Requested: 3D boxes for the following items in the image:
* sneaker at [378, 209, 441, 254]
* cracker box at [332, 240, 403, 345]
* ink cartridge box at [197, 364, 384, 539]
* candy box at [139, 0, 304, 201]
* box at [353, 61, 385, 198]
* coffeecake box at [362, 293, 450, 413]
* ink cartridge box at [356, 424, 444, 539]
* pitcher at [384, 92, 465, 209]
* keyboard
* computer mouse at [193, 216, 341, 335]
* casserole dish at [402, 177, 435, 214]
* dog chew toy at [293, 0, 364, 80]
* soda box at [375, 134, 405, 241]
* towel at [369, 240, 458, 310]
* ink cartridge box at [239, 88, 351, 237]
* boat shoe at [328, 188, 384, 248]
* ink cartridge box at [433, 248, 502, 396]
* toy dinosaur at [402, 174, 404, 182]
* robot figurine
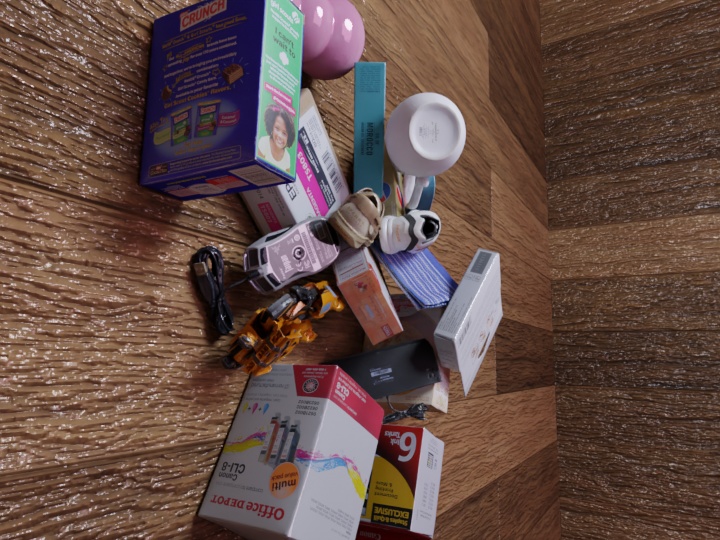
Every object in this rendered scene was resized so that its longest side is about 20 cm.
[{"bbox_3d":[0.102,-0.063,0.867,0.199,0.079,0.075,-23,105,-61],"label":"sneaker"},{"bbox_3d":[0.000,0.000,0.844,0.201,0.057,0.135,-106,170,-53],"label":"cracker box"},{"bbox_3d":[-0.079,0.244,0.677,0.145,0.143,0.202,52,44,-43],"label":"ink cartridge box"},{"bbox_3d":[-0.153,-0.192,0.584,0.077,0.166,0.204,18,71,-61],"label":"candy box"},{"bbox_3d":[0.014,-0.222,0.842,0.082,0.048,0.204,-81,172,-73],"label":"box"},{"bbox_3d":[0.084,0.148,0.964,0.073,0.151,0.203,39,53,-51],"label":"coffeecake box"},{"bbox_3d":[0.007,0.319,0.761,0.084,0.197,0.178,45,48,-46],"label":"ink cartridge box"},{"bbox_3d":[0.095,-0.184,0.842,0.200,0.119,0.175,-132,-143,-80],"label":"pitcher"},{"bbox_3d":[0.039,0.191,0.855,0.021,0.197,0.129,109,-32,-69],"label":"keyboard"},{"bbox_3d":[-0.115,-0.008,0.684,0.198,0.044,0.111,-26,106,-23],"label":"computer mouse"},{"bbox_3d":[0.114,-0.161,1.087,0.201,0.038,0.123,97,-12,-59],"label":"casserole dish"},{"bbox_3d":[-0.083,-0.364,0.786,0.198,0.123,0.127,1,86,-51],"label":"dog chew toy"},{"bbox_3d":[0.040,-0.149,0.961,0.064,0.067,0.203,52,29,-53],"label":"soda box"},{"bbox_3d":[0.104,0.002,0.898,0.145,0.024,0.199,52,24,20],"label":"towel"},{"bbox_3d":[-0.097,-0.132,0.766,0.202,0.074,0.166,66,34,-32],"label":"ink cartridge box"},{"bbox_3d":[0.007,-0.077,0.741,0.071,0.065,0.200,45,10,-5],"label":"boat shoe"},{"bbox_3d":[0.198,0.093,0.936,0.201,0.043,0.175,-56,146,-30],"label":"ink cartridge box"},{"bbox_3d":[0.070,-0.159,1.069,0.088,0.047,0.204,164,-82,-76],"label":"toy dinosaur"},{"bbox_3d":[-0.094,0.073,0.688,0.058,0.145,0.200,45,21,7],"label":"robot figurine"}]
